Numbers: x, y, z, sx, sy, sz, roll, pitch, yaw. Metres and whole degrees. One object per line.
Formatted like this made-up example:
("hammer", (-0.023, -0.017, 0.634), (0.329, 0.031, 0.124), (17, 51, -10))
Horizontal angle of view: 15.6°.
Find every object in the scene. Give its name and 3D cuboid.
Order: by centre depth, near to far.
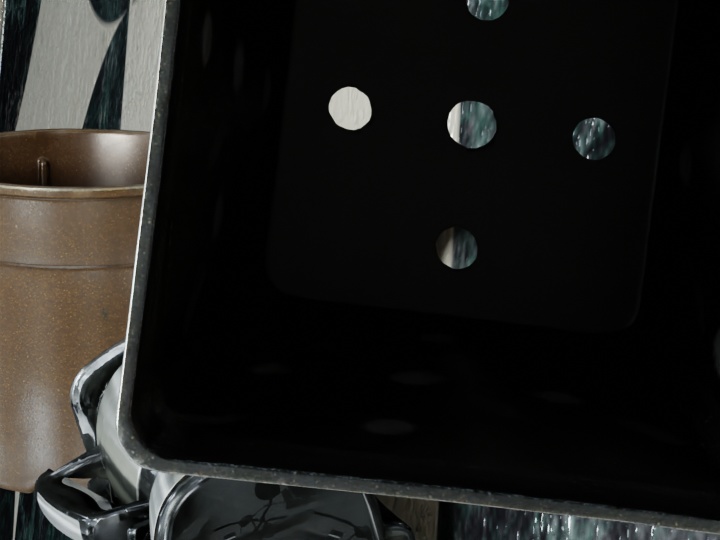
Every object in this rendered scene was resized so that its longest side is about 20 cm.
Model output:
("plant pot", (0.041, -0.042, 0.794), (0.177, 0.198, 0.201), (-95, 11, -85))
("coffee maker", (-0.039, 0.130, 1.168), (0.135, 0.192, 0.200), (-41, 22, 0))
("plant pot", (-0.174, 0.026, 1.636), (0.200, 0.199, 0.200), (-135, 44, -72))
